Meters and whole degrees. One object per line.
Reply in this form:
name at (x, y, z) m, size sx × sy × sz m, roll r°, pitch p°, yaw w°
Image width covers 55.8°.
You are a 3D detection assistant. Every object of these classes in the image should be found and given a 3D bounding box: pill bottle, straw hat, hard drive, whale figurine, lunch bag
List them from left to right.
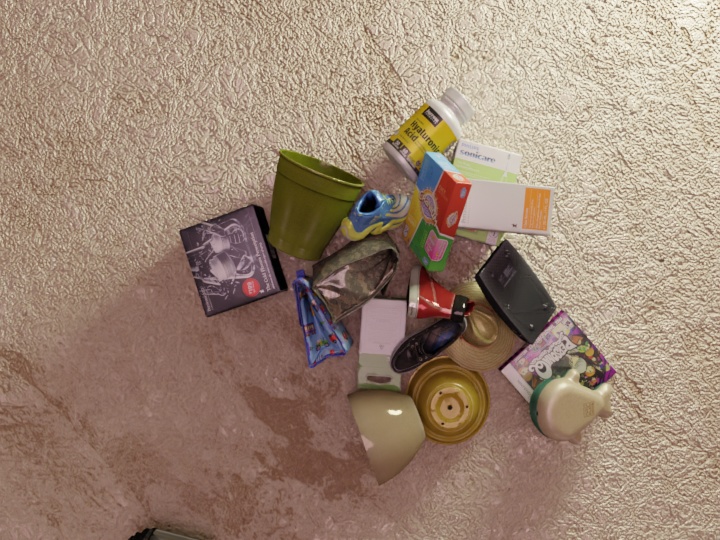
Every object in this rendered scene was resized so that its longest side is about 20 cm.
lunch bag at (-0.095, 0.093, 1.493) m, size 0.092 × 0.151 × 0.204 m, roll -21°, pitch 90°, yaw 5°
lunch bag at (0.000, 0.000, 1.473) m, size 0.198 × 0.164 × 0.119 m, roll -33°, pitch 106°, yaw 5°
pill bottle at (0.152, -0.301, 1.490) m, size 0.200 × 0.111 × 0.111 m, roll -44°, pitch 89°, yaw 3°
straw hat at (0.261, 0.121, 1.494) m, size 0.196 × 0.085 × 0.206 m, roll 0°, pitch 84°, yaw 0°
hard drive at (0.336, 0.049, 1.484) m, size 0.201 × 0.042 × 0.135 m, roll 50°, pitch 60°, yaw -13°
whale figurine at (0.453, 0.291, 1.474) m, size 0.196 × 0.103 × 0.163 m, roll -7°, pitch 94°, yaw -23°

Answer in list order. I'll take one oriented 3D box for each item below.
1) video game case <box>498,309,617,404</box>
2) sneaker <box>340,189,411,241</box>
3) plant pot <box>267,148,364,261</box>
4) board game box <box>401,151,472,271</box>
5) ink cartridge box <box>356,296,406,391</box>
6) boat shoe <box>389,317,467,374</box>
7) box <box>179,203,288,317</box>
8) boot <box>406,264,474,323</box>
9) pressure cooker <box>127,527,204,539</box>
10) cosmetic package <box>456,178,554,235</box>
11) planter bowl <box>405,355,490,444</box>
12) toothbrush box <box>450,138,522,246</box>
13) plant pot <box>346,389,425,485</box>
video game case at (0.441, 0.224, 1.525) m, size 0.199 × 0.036 × 0.182 m, roll -42°, pitch 90°, yaw 3°
sneaker at (0.049, -0.133, 1.464) m, size 0.198 × 0.106 × 0.076 m, roll -32°, pitch 74°, yaw -33°
plant pot at (-0.115, -0.134, 1.483) m, size 0.197 × 0.201 × 0.197 m, roll 22°, pitch 105°, yaw 2°
board game box at (0.156, -0.125, 1.436) m, size 0.039 × 0.154 × 0.204 m, roll 2°, pitch 120°, yaw -24°
ink cartridge box at (0.049, 0.162, 1.534) m, size 0.101 × 0.059 × 0.205 m, roll 4°, pitch 92°, yaw 3°
boat shoe at (0.142, 0.162, 1.455) m, size 0.198 × 0.066 × 0.071 m, roll -32°, pitch 90°, yaw 14°
box at (-0.282, -0.021, 1.526) m, size 0.178 × 0.104 × 0.204 m, roll -19°, pitch 90°, yaw 5°
boot at (0.171, 0.052, 1.461) m, size 0.141 × 0.201 × 0.074 m, roll 7°, pitch 115°, yaw 1°
pressure cooker at (-0.449, 0.678, 1.522) m, size 0.195 × 0.179 × 0.180 m, roll 13°, pitch 72°, yaw 3°
cosmetic package at (0.298, -0.132, 1.423) m, size 0.195 × 0.071 × 0.104 m, roll 5°, pitch 92°, yaw -1°
planter bowl at (0.197, 0.298, 1.517) m, size 0.195 × 0.083 × 0.206 m, roll 0°, pitch 92°, yaw 4°
toothbrush box at (0.257, -0.169, 1.499) m, size 0.142 × 0.086 × 0.205 m, roll 14°, pitch 93°, yaw 1°
plant pot at (0.065, 0.342, 1.474) m, size 0.132 × 0.200 × 0.204 m, roll -20°, pitch 90°, yaw -3°
